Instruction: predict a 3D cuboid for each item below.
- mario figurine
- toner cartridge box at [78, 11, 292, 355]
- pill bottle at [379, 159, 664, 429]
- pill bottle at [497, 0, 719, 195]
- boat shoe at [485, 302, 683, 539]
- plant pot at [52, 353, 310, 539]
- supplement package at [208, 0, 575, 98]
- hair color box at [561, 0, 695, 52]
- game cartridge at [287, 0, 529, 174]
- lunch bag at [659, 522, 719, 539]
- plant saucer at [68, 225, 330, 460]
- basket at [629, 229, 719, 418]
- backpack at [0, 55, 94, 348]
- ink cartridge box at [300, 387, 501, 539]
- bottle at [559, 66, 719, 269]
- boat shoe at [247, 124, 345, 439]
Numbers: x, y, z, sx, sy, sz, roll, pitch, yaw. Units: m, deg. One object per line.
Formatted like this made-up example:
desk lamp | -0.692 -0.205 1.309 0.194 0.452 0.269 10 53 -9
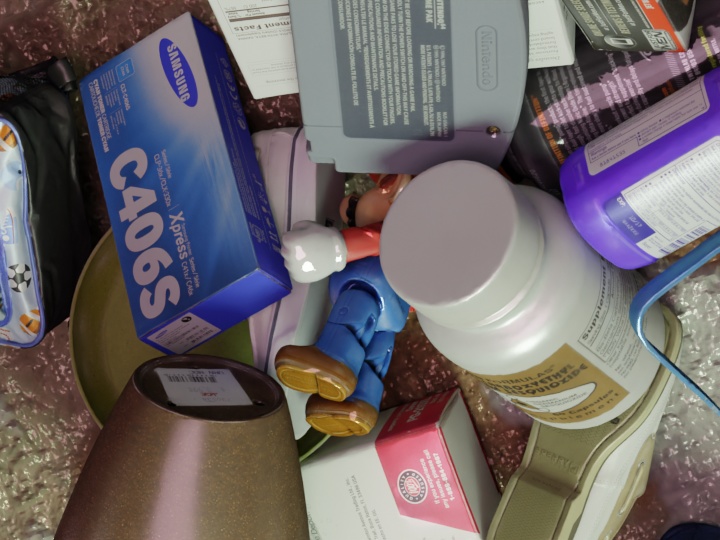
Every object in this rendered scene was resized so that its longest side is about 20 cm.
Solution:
mario figurine | 0.000 0.000 1.291 0.105 0.201 0.124 27 152 -2
toner cartridge box | -0.113 -0.055 1.304 0.094 0.043 0.201 -29 58 19
pill bottle | 0.096 0.014 1.233 0.113 0.200 0.115 -12 64 26
pill bottle | 0.149 -0.112 1.249 0.198 0.106 0.107 -21 98 18
boat shoe | 0.150 0.114 1.326 0.074 0.068 0.201 31 91 37
plant pot | -0.106 0.160 1.246 0.185 0.187 0.202 13 110 10
supplement package | 0.022 -0.204 1.217 0.198 0.157 0.111 -5 144 15
hair color box | 0.161 -0.235 1.168 0.061 0.101 0.202 5 74 25
game cartridge | 0.028 -0.130 1.150 0.132 0.042 0.201 -1 141 3
lunch bag | 0.246 0.253 1.305 0.198 0.132 0.137 12 107 10
plant saucer | -0.091 0.041 1.356 0.198 0.031 0.202 -1 80 3
basket | 0.277 0.017 1.218 0.200 0.139 0.176 -42 116 12
backpack | -0.282 -0.039 1.358 0.189 0.154 0.202 8 111 29
ink cartridge box | -0.007 0.182 1.376 0.198 0.084 0.146 -18 99 18
bottle | 0.211 -0.075 1.166 0.199 0.066 0.083 -31 137 26
boat shoe | -0.054 0.005 1.312 0.065 0.072 0.202 1 82 21
